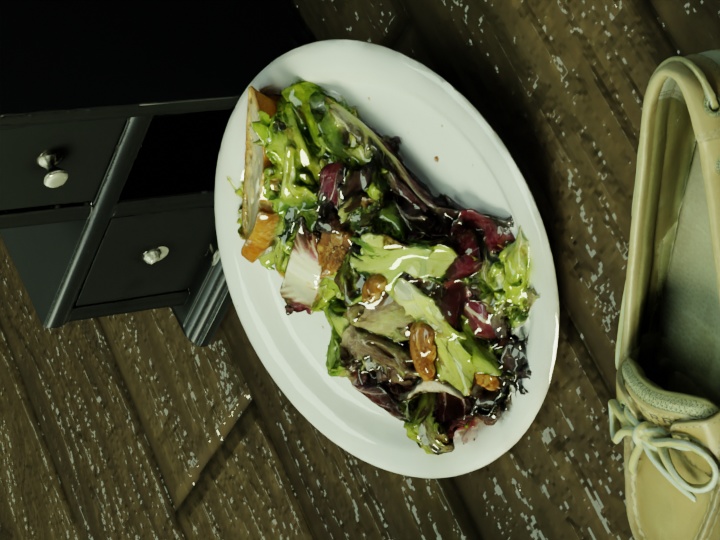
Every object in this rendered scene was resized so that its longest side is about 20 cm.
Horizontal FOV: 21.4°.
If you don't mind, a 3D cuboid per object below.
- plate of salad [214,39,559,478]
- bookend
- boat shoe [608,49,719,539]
[{"bbox_3d":[0.000,0.000,0.830,0.200,0.048,0.201,18,119,38],"label":"plate of salad"},{"bbox_3d":[-0.144,-0.046,0.927,0.092,0.200,0.199,60,139,29],"label":"bookend"},{"bbox_3d":[0.117,0.020,0.680,0.073,0.063,0.201,34,123,48],"label":"boat shoe"}]
